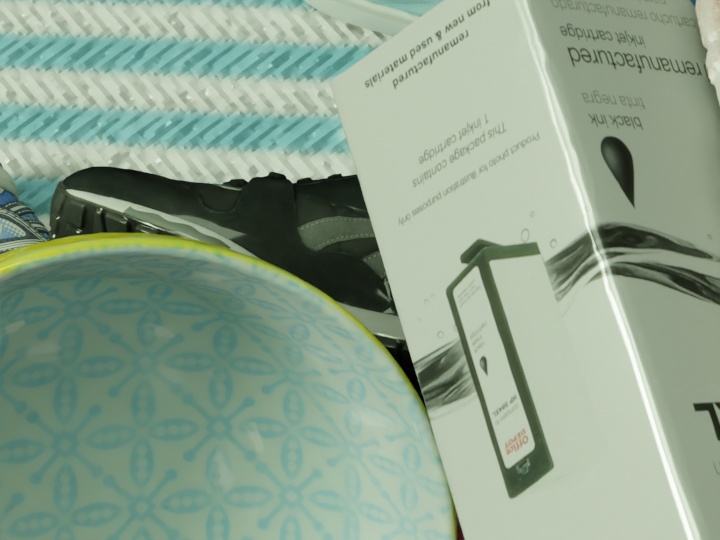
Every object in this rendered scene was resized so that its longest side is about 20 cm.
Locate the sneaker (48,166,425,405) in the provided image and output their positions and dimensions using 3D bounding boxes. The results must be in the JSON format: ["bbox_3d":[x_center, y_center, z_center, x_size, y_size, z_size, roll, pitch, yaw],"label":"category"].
[{"bbox_3d":[0.000,0.000,0.824,0.200,0.076,0.088,20,53,8],"label":"sneaker"}]

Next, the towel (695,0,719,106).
[{"bbox_3d":[0.175,-0.008,0.743,0.032,0.191,0.200,-28,56,36],"label":"towel"}]

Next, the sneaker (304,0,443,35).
[{"bbox_3d":[0.058,-0.110,0.857,0.200,0.082,0.074,10,67,14],"label":"sneaker"}]

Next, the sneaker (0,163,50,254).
[{"bbox_3d":[-0.174,0.044,0.822,0.085,0.077,0.200,39,76,19],"label":"sneaker"}]

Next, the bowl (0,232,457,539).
[{"bbox_3d":[-0.082,0.077,0.758,0.200,0.200,0.108,-35,21,-9],"label":"bowl"}]

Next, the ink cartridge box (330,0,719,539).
[{"bbox_3d":[0.092,0.021,0.726,0.084,0.146,0.200,-33,67,40],"label":"ink cartridge box"}]
